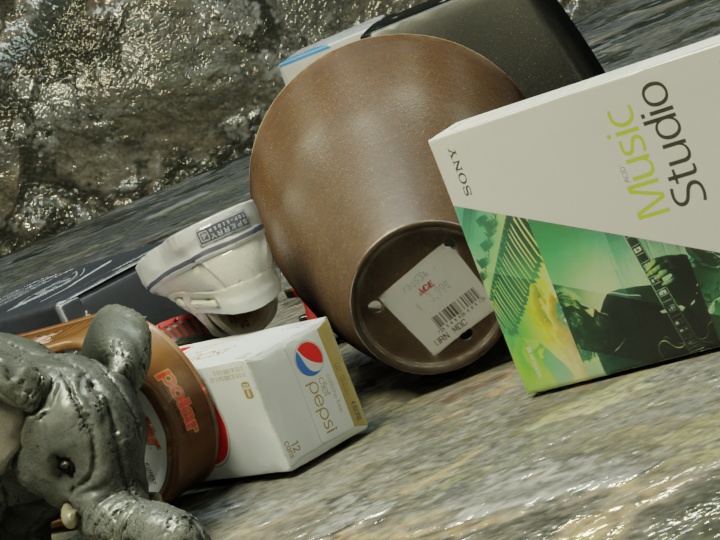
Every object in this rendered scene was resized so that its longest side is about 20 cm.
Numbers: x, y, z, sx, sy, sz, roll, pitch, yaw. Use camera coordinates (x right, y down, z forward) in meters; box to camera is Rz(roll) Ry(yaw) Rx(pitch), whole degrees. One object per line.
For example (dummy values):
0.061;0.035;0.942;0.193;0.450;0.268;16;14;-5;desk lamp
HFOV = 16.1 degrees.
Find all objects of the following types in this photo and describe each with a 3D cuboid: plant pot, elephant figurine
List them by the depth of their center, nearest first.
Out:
-0.157;0.080;1.307;0.200;0.155;0.142;-30;23;48;elephant figurine
0.033;-0.021;1.492;0.187;0.187;0.200;-22;22;3;plant pot
0.099;-0.132;1.972;0.199;0.178;0.200;-20;7;8;plant pot

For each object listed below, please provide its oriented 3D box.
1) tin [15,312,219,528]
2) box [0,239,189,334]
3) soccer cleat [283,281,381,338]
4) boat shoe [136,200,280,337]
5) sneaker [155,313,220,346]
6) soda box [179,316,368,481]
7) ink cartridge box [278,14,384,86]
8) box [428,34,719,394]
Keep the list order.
-0.160;0.088;1.429;0.200;0.112;0.042;-15;17;46;tin
-0.200;0.060;1.752;0.200;0.104;0.148;-14;11;45;box
0.000;0.000;1.780;0.085;0.069;0.200;-12;12;9;soccer cleat
-0.082;0.008;1.498;0.071;0.070;0.200;-25;-1;-14;boat shoe
-0.148;0.086;1.561;0.200;0.071;0.098;-24;7;1;sneaker
-0.085;0.079;1.437;0.064;0.068;0.200;-27;9;-36;soda box
-0.011;-0.234;3.178;0.128;0.125;0.200;-21;8;9;ink cartridge box
0.143;-0.028;1.251;0.200;0.145;0.036;-17;8;37;box
